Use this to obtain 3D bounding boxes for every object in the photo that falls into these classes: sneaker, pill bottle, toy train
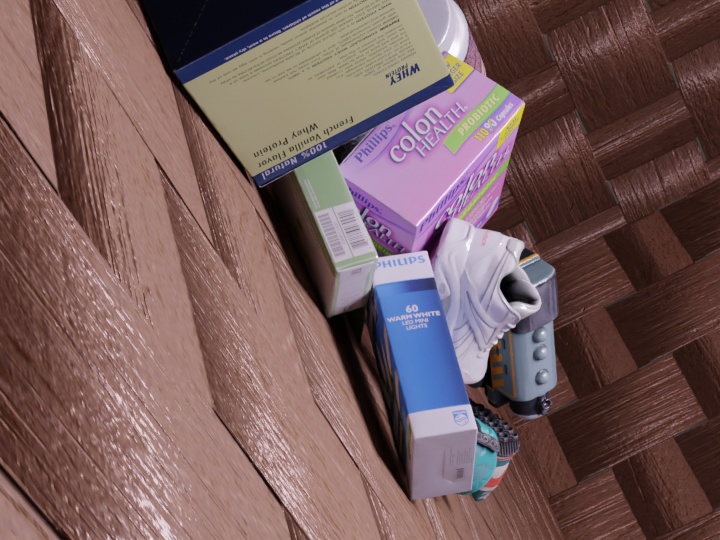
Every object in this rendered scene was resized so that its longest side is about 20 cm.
[{"bbox_3d":[0.082,0.163,1.766,0.200,0.070,0.093,43,-53,36],"label":"sneaker"},{"bbox_3d":[0.059,-0.219,1.685,0.114,0.114,0.200,65,5,16],"label":"pill bottle"},{"bbox_3d":[0.150,0.059,1.695,0.114,0.085,0.200,35,-40,47],"label":"toy train"},{"bbox_3d":[0.121,0.042,1.590,0.200,0.099,0.078,85,21,-46],"label":"sneaker"},{"bbox_3d":[0.086,0.174,1.616,0.121,0.084,0.200,52,7,-20],"label":"sneaker"}]

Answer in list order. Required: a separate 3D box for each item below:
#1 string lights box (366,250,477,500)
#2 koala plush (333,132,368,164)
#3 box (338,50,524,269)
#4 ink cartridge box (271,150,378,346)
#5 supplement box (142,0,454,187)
[{"bbox_3d":[0.053,0.092,1.495,0.103,0.059,0.200,90,-12,-51],"label":"string lights box"},{"bbox_3d":[0.001,-0.115,1.820,0.177,0.184,0.200,33,12,11],"label":"koala plush"},{"bbox_3d":[0.059,-0.077,1.613,0.097,0.176,0.200,35,-26,15],"label":"box"},{"bbox_3d":[-0.037,-0.023,1.547,0.200,0.048,0.146,104,-35,-62],"label":"ink cartridge box"},{"bbox_3d":[-0.055,-0.208,1.400,0.134,0.200,0.200,66,6,30],"label":"supplement box"}]
